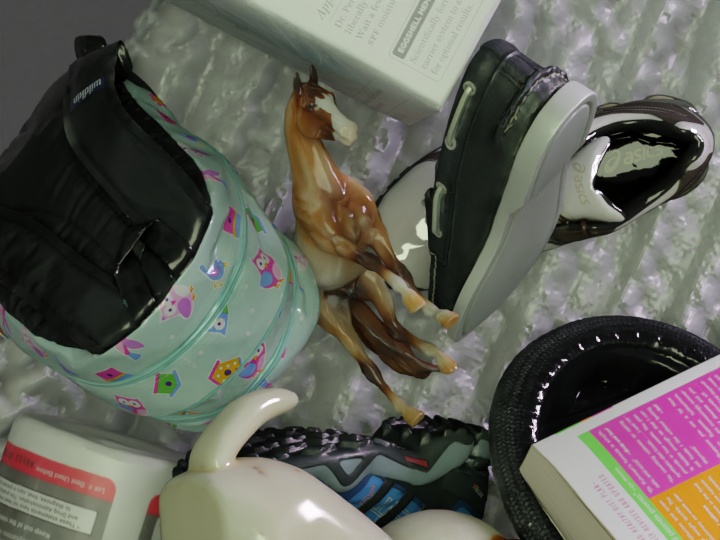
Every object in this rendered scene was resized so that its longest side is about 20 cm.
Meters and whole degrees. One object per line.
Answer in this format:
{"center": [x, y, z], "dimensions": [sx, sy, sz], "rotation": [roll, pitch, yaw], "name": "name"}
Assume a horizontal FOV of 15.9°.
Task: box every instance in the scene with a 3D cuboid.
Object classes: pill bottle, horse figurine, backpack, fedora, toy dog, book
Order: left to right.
{"center": [-0.156, 0.183, 1.355], "dimensions": [0.111, 0.111, 0.200], "rotation": [17, 90, -3], "name": "pill bottle"}
{"center": [-0.114, -0.010, 1.310], "dimensions": [0.127, 0.200, 0.167], "rotation": [33, 92, -39], "name": "backpack"}
{"center": [-0.010, 0.164, 1.261], "dimensions": [0.200, 0.139, 0.194], "rotation": [10, 69, -36], "name": "toy dog"}
{"center": [0.000, 0.000, 1.328], "dimensions": [0.050, 0.200, 0.133], "rotation": [-35, 67, -14], "name": "horse figurine"}
{"center": [0.146, 0.127, 1.365], "dimensions": [0.200, 0.092, 0.201], "rotation": [9, 57, -14], "name": "fedora"}
{"center": [0.197, 0.106, 1.309], "dimensions": [0.200, 0.048, 0.134], "rotation": [-22, 63, -29], "name": "book"}

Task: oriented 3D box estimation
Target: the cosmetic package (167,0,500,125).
{"center": [-0.027, -0.172, 1.310], "dimensions": [0.200, 0.199, 0.123], "rotation": [29, 89, -3], "name": "cosmetic package"}

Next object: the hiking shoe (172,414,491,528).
{"center": [-0.008, 0.126, 1.345], "dimensions": [0.200, 0.074, 0.087], "rotation": [-2, 96, -35], "name": "hiking shoe"}

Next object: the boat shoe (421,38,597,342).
{"center": [0.064, -0.040, 1.293], "dimensions": [0.060, 0.200, 0.076], "rotation": [38, 51, 14], "name": "boat shoe"}

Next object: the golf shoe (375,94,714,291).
{"center": [0.093, -0.045, 1.373], "dimensions": [0.200, 0.094, 0.078], "rotation": [-23, 93, 0], "name": "golf shoe"}
